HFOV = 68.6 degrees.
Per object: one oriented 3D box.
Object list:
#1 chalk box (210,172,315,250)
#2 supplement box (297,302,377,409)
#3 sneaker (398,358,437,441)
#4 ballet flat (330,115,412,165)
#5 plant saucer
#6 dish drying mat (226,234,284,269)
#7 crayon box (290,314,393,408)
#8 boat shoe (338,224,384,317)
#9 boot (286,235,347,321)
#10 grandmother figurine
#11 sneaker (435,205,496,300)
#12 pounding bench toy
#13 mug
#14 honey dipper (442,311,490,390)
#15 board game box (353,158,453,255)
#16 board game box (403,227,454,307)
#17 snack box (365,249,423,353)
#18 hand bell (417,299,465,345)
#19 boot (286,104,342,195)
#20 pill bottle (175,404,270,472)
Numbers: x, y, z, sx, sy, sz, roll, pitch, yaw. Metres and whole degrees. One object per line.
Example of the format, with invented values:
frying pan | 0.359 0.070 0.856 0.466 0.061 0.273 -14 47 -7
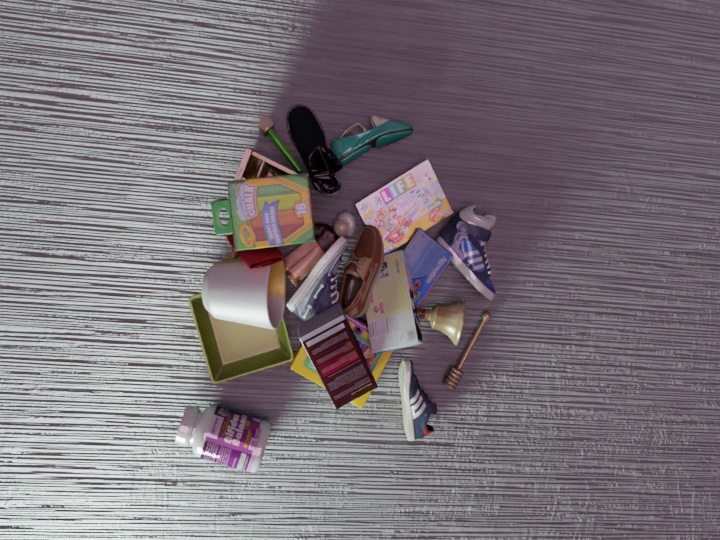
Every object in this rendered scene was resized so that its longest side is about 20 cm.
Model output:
chalk box | -0.187 -0.111 1.007 0.191 0.124 0.130 -8 99 -6
supplement box | -0.048 0.186 1.139 0.106 0.061 0.205 -25 115 -2
sneaker | 0.139 0.302 1.257 0.081 0.075 0.208 -7 108 -4
ballet flat | 0.021 -0.301 1.167 0.194 0.067 0.073 -25 86 -5
plant saucer | -0.266 0.128 1.194 0.192 0.048 0.208 -15 99 -5
dish drying mat | -0.218 -0.048 1.082 0.074 0.199 0.019 -20 116 -19
crayon box | -0.040 0.191 1.226 0.196 0.058 0.177 30 94 -9
boat shoe | 0.000 0.000 1.156 0.073 0.071 0.209 9 86 32
boot | -0.071 0.029 1.145 0.090 0.073 0.202 38 106 -1
grandmother figurine | -0.088 -0.053 1.189 0.199 0.061 0.122 -41 109 2
sneaker | 0.281 -0.050 1.221 0.146 0.081 0.200 -44 95 5
pounding bench toy | -0.176 -0.200 1.123 0.151 0.124 0.206 22 94 -9
mug | -0.240 0.035 1.105 0.146 0.188 0.156 0 111 6
honey dipper | 0.260 0.190 1.275 0.037 0.038 0.205 26 91 -10
board game box | 0.098 -0.142 1.210 0.196 0.034 0.138 -31 100 -2
board game box | 0.115 0.018 1.199 0.102 0.019 0.203 38 102 15
snack box | 0.065 0.070 1.173 0.112 0.037 0.208 -15 75 24
hand bell | 0.140 0.100 1.236 0.192 0.104 0.109 12 97 5
boot | -0.095 -0.257 1.103 0.074 0.168 0.207 -21 100 -6
pill bottle | -0.309 0.372 1.189 0.193 0.112 0.116 19 95 -10
